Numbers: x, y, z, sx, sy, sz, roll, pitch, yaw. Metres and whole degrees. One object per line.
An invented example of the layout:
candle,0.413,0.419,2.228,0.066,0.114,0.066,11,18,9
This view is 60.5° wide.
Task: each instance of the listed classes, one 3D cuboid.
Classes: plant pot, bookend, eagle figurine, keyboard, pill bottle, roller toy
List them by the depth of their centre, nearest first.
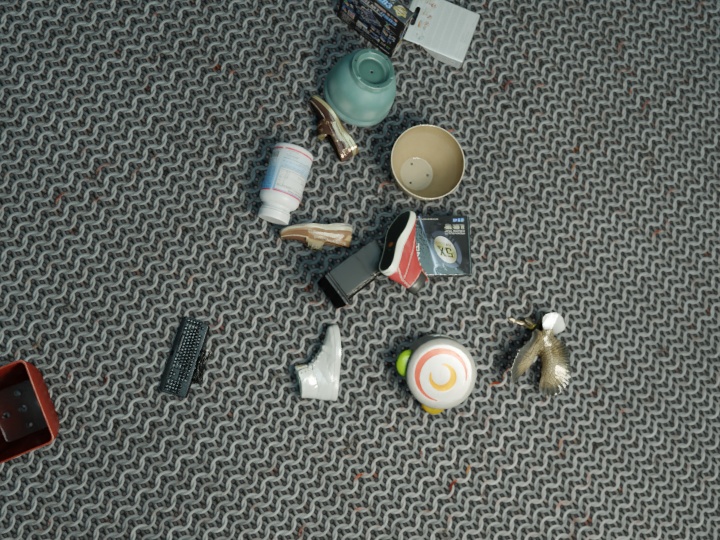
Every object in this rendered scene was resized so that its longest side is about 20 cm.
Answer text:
plant pot,-0.822,0.334,1.445,0.200,0.176,0.200,-21,88,-11
keyboard,-0.440,0.225,1.585,0.104,0.040,0.200,16,83,-6
bookend,0.000,0.000,1.595,0.200,0.199,0.092,-38,91,-12
roller toy,0.207,0.265,1.630,0.182,0.140,0.200,-33,92,0
pill bottle,-0.203,-0.227,1.633,0.109,0.109,0.200,17,82,-7
plant pot,0.014,-0.508,1.661,0.200,0.134,0.201,5,74,-19
eagle figurine,0.486,0.224,1.675,0.151,0.200,0.151,-10,129,21
plant pot,0.167,-0.279,1.682,0.200,0.134,0.201,1,84,-9

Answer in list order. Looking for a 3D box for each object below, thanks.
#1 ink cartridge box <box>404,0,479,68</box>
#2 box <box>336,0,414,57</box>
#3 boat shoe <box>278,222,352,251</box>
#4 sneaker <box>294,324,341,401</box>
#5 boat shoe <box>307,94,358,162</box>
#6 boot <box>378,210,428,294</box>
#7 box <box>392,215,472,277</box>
ink cartridge box,0.226,-0.697,1.785,0.200,0.047,0.160,21,82,-1
box,0.036,-0.694,1.672,0.200,0.199,0.050,37,78,-2
boat shoe,-0.118,-0.088,1.651,0.200,0.076,0.072,-1,86,-7
sneaker,-0.113,0.239,1.616,0.115,0.074,0.200,5,85,-11
boat shoe,-0.090,-0.386,1.688,0.072,0.072,0.200,-37,95,-10
boot,0.133,-0.045,1.608,0.144,0.072,0.200,35,59,-31
box,0.195,-0.063,1.689,0.200,0.086,0.164,0,85,-9
